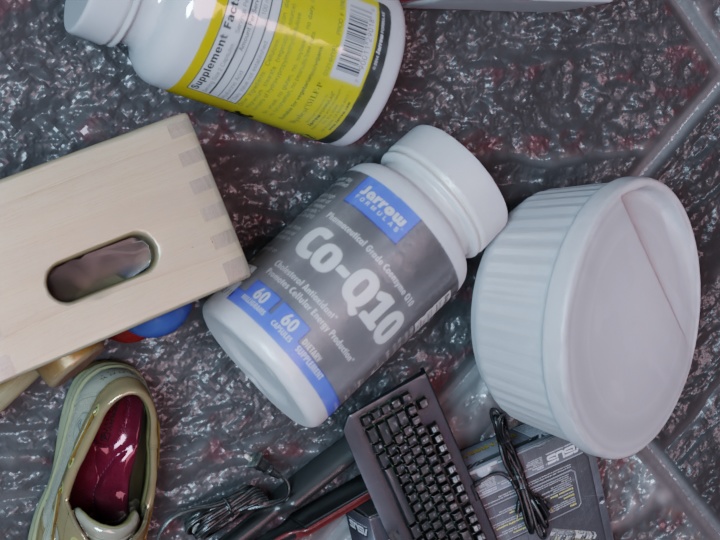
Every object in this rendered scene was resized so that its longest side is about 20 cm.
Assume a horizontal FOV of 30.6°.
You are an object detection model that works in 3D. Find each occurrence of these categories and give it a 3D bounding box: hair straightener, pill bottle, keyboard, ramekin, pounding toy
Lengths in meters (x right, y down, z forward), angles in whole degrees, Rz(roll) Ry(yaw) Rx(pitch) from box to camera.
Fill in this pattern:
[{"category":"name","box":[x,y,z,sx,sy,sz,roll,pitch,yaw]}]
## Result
[{"category":"hair straightener","box":[-0.074,0.163,0.932,0.199,0.041,0.077,-27,107,-16]},{"category":"pill bottle","box":[0.000,0.000,0.898,0.200,0.114,0.114,-44,112,-15]},{"category":"keyboard","box":[0.075,0.163,0.954,0.127,0.021,0.201,-30,108,-19]},{"category":"pill bottle","box":[-0.080,-0.159,0.840,0.199,0.111,0.112,17,89,-26]},{"category":"ramekin","box":[0.163,0.030,0.962,0.202,0.094,0.204,-10,103,-48]},{"category":"pounding toy","box":[-0.187,0.020,0.788,0.199,0.184,0.143,-24,94,-21]}]

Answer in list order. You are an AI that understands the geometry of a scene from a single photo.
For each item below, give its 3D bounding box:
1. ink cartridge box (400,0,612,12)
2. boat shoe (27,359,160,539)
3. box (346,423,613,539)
[{"category":"ink cartridge box","box":[0.101,-0.288,0.926,0.145,0.085,0.202,-4,97,-25]},{"category":"boat shoe","box":[-0.173,0.162,0.862,0.074,0.066,0.202,4,95,-26]},{"category":"box","box":[0.099,0.216,1.010,0.199,0.048,0.160,-20,105,-21]}]
